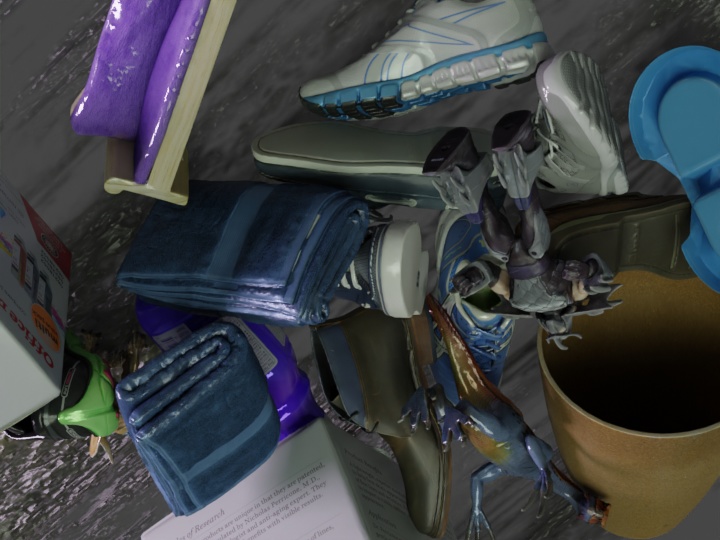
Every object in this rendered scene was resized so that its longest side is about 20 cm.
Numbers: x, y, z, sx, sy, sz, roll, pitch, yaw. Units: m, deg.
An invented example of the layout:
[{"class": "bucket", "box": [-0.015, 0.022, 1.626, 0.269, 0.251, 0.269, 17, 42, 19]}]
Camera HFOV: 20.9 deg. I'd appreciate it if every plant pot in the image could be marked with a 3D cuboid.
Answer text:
[{"class": "plant pot", "box": [0.233, 0.125, 1.610, 0.185, 0.187, 0.201, -4, 137, -3]}]

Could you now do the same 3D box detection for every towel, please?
[{"class": "towel", "box": [-0.090, -0.018, 1.456, 0.199, 0.112, 0.049, 5, 152, 43]}, {"class": "towel", "box": [-0.116, 0.117, 1.479, 0.111, 0.049, 0.200, -35, 154, -11]}]

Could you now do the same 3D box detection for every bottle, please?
[{"class": "bottle", "box": [-0.097, 0.073, 1.592, 0.083, 0.065, 0.200, -30, 120, 18]}]

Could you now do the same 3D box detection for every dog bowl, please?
[{"class": "dog bowl", "box": [0.284, -0.077, 1.491, 0.111, 0.049, 0.201, -28, 82, 39]}]

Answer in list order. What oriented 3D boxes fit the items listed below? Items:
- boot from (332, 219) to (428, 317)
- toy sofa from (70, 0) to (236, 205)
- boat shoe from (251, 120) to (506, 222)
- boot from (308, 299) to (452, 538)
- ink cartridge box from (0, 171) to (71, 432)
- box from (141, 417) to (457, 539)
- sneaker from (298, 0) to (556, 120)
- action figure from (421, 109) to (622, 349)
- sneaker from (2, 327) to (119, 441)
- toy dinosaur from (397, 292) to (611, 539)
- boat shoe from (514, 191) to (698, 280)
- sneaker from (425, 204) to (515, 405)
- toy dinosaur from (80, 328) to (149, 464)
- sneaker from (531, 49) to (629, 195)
[{"class": "boot", "box": [0.000, 0.000, 1.488, 0.090, 0.200, 0.073, 7, 82, 6]}, {"class": "toy sofa", "box": [-0.147, -0.156, 1.436, 0.097, 0.083, 0.201, 14, 119, -16]}, {"class": "boat shoe", "box": [0.016, -0.075, 1.490, 0.199, 0.075, 0.062, -1, 126, -8]}, {"class": "boot", "box": [0.016, 0.123, 1.588, 0.096, 0.075, 0.201, -7, 87, -17]}, {"class": "ink cartridge box", "box": [-0.316, 0.025, 1.460, 0.144, 0.200, 0.146, -30, 120, 12]}, {"class": "box", "box": [-0.039, 0.252, 1.634, 0.200, 0.131, 0.199, -34, 142, 15]}, {"class": "sneaker", "box": [0.045, -0.168, 1.467, 0.199, 0.075, 0.087, -13, 83, 15]}, {"class": "action figure", "box": [0.118, -0.018, 1.450, 0.129, 0.070, 0.201, -10, 124, 26]}, {"class": "sneaker", "box": [-0.253, 0.088, 1.520, 0.083, 0.200, 0.077, -10, 98, -24]}, {"class": "toy dinosaur", "box": [0.129, 0.135, 1.544, 0.181, 0.105, 0.201, 16, 80, -38]}, {"class": "boat shoe", "box": [0.218, -0.035, 1.559, 0.199, 0.068, 0.072, -3, 117, -29]}, {"class": "sneaker", "box": [0.088, 0.039, 1.584, 0.075, 0.077, 0.201, -6, 123, -4]}, {"class": "toy dinosaur", "box": [-0.208, 0.103, 1.580, 0.058, 0.200, 0.102, 12, 77, -11]}, {"class": "sneaker", "box": [0.152, -0.097, 1.467, 0.082, 0.075, 0.200, -12, 156, 11]}]
